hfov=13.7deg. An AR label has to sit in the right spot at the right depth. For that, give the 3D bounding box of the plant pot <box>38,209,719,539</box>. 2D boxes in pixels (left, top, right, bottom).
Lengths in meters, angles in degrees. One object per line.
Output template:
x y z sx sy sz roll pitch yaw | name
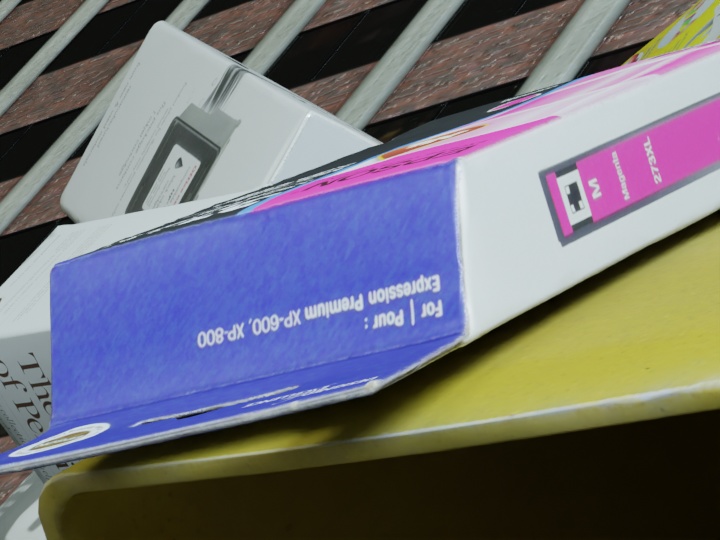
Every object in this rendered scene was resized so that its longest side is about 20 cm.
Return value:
0.095 0.078 0.580 0.199 0.201 0.176 -11 18 47 | plant pot

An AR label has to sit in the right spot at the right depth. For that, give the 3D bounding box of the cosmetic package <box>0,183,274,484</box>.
-0.006 0.078 0.692 0.082 0.201 0.051 -11 29 47 | cosmetic package

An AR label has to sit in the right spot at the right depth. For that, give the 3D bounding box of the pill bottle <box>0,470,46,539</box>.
-0.078 0.123 0.826 0.200 0.114 0.114 -46 23 -28 | pill bottle

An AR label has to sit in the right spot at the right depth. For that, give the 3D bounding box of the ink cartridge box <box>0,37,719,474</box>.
0.010 -0.007 0.586 0.094 0.037 0.200 -14 8 32 | ink cartridge box

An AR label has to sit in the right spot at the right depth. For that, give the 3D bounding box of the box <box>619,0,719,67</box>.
0.114 -0.052 0.900 0.200 0.048 0.117 -37 10 39 | box

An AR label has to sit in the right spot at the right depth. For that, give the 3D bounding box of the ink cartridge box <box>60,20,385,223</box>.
0.000 0.000 0.821 0.067 0.115 0.200 -60 22 3 | ink cartridge box
